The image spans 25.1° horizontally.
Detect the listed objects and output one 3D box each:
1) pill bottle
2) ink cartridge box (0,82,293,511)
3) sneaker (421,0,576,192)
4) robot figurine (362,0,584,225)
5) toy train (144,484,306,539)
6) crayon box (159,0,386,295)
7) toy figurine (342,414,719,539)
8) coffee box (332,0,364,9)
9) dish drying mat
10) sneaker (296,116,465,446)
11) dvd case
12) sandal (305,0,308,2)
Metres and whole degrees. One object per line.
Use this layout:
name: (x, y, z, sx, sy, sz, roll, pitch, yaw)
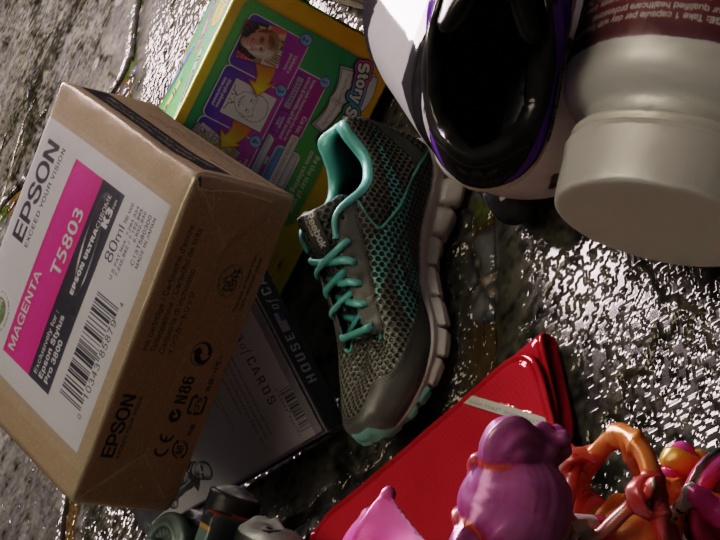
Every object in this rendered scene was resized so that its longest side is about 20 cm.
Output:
pill bottle: (0.155, -0.111, 0.720, 0.114, 0.114, 0.201, -9, 60, 56)
ink cartridge box: (-0.142, 0.012, 0.938, 0.165, 0.075, 0.201, 32, 105, 45)
sneaker: (0.064, -0.133, 0.701, 0.100, 0.069, 0.201, -21, -65, -79)
robot figurine: (0.070, -0.119, 0.849, 0.125, 0.150, 0.200, -43, 33, 11)
toy train: (-0.087, 0.222, 0.894, 0.114, 0.085, 0.201, 16, 85, 55)
crayon box: (-0.073, -0.082, 1.056, 0.201, 0.118, 0.058, -63, 21, 3)
toy figurine: (0.080, 0.118, 0.597, 0.150, 0.184, 0.201, 19, 84, 60)
coffee box: (-0.028, -0.304, 1.073, 0.201, 0.197, 0.200, -64, 29, 2)
dish drying mat: (0.035, 0.115, 0.839, 0.200, 0.018, 0.077, -44, 36, 32)
sneaker: (0.000, 0.000, 0.909, 0.078, 0.091, 0.201, -31, 44, 46)
dvd case: (-0.109, 0.067, 1.013, 0.200, 0.025, 0.151, -33, 82, 41)
sandal: (-0.109, -0.135, 1.232, 0.200, 0.045, 0.075, -50, 33, 24)
